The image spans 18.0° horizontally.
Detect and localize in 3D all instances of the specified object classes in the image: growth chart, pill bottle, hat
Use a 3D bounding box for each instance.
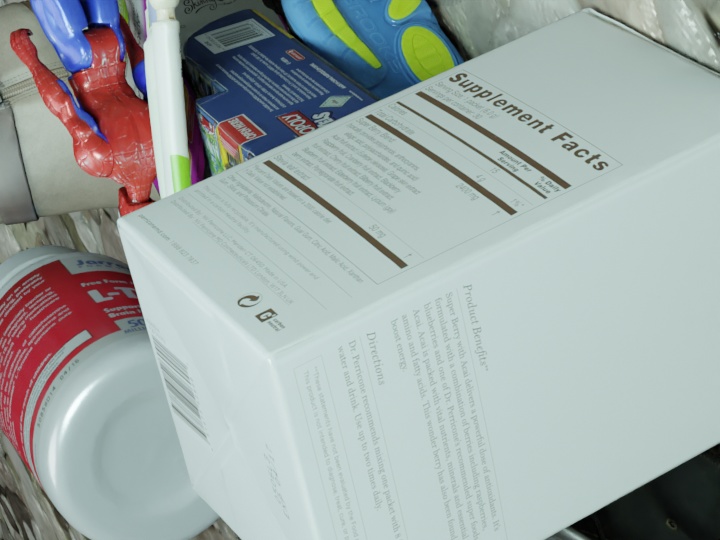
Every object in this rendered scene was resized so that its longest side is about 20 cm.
[{"bbox_3d":[-0.083,-0.074,0.966,0.200,0.018,0.146,-122,28,-79],"label":"growth chart"},{"bbox_3d":[-0.137,0.057,1.182,0.200,0.112,0.113,38,148,59],"label":"pill bottle"},{"bbox_3d":[0.104,0.104,0.871,0.200,0.081,0.201,27,162,9],"label":"hat"}]

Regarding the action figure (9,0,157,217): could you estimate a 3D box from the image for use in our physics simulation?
[{"bbox_3d":[-0.129,-0.111,1.070,0.052,0.065,0.201,-21,86,49],"label":"action figure"}]

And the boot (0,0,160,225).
[{"bbox_3d":[-0.149,-0.060,1.262,0.070,0.145,0.201,111,134,-79],"label":"boot"}]

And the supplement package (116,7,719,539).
[{"bbox_3d":[0.039,0.013,0.785,0.120,0.199,0.122,38,147,52],"label":"supplement package"}]

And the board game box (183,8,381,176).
[{"bbox_3d":[-0.018,0.014,0.941,0.200,0.061,0.201,-138,32,-62],"label":"board game box"}]

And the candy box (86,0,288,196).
[{"bbox_3d":[-0.090,-0.116,1.145,0.201,0.061,0.137,60,159,29],"label":"candy box"}]

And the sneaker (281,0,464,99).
[{"bbox_3d":[0.028,-0.047,0.955,0.200,0.070,0.083,61,169,25],"label":"sneaker"}]
